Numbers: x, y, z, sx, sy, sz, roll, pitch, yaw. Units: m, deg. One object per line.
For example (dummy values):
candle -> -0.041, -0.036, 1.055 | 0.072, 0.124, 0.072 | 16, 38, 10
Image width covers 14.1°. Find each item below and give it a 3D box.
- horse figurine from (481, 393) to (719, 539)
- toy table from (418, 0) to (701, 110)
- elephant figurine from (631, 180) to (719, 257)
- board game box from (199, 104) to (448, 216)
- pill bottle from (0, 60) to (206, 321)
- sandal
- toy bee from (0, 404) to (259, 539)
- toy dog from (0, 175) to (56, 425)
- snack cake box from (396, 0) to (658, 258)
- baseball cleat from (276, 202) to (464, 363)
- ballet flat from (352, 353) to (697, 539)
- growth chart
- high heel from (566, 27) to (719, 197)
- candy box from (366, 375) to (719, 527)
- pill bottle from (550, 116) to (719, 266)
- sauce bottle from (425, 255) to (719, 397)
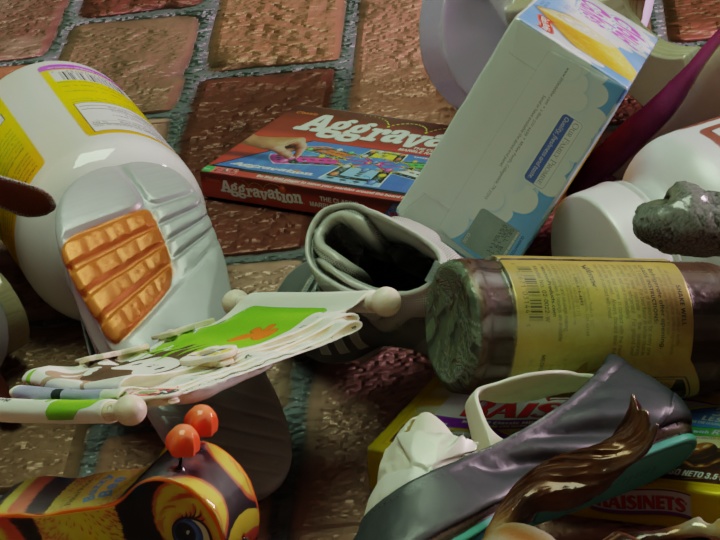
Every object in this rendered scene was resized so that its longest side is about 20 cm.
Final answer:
horse figurine -> 0.080, 0.145, 1.126 | 0.132, 0.050, 0.201 | -5, 51, 11
toy table -> 0.138, -0.162, 1.684 | 0.117, 0.184, 0.200 | -5, 32, 47
elephant figurine -> 0.244, 0.017, 1.287 | 0.199, 0.142, 0.155 | -24, 31, -27
board game box -> 0.018, -0.058, 1.660 | 0.199, 0.020, 0.103 | 9, 29, 33
pill bottle -> -0.144, -0.036, 1.559 | 0.104, 0.105, 0.200 | -14, 26, -15
sandal -> -0.095, 0.039, 1.407 | 0.079, 0.059, 0.207 | -11, 56, -21
toy bee -> -0.084, 0.105, 1.234 | 0.199, 0.109, 0.131 | -6, 23, 4
toy dog -> -0.205, 0.006, 1.423 | 0.096, 0.200, 0.132 | 37, 77, 32
snack cake box -> 0.087, -0.076, 1.478 | 0.067, 0.115, 0.200 | 32, 15, 2
baseball cleat -> 0.000, 0.000, 1.404 | 0.200, 0.106, 0.070 | 0, 60, 55
ballet flat -> 0.053, 0.086, 1.223 | 0.199, 0.073, 0.073 | -24, 29, -32
growth chart -> -0.080, 0.038, 1.283 | 0.144, 0.018, 0.200 | -4, 12, 42
high heel -> 0.180, -0.091, 1.518 | 0.067, 0.201, 0.096 | 26, 19, -20
candy box -> 0.113, 0.079, 1.329 | 0.199, 0.027, 0.102 | 5, 24, 26
pill bottle -> 0.199, -0.025, 1.424 | 0.199, 0.113, 0.112 | -18, 27, -22
sauce bottle -> 0.130, 0.026, 1.317 | 0.199, 0.065, 0.065 | 1, 21, -20
